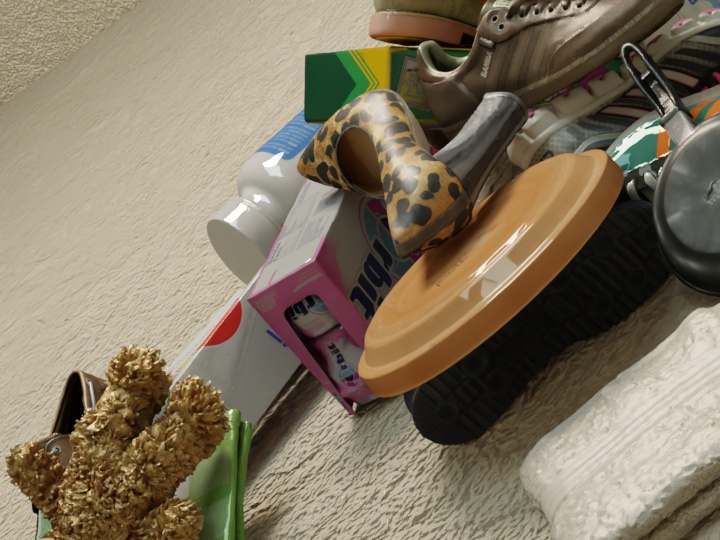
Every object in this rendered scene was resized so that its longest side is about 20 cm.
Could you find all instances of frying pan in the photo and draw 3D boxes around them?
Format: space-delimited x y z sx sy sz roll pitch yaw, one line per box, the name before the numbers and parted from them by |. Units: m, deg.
frying pan | 0.207 -0.076 1.038 0.115 0.031 0.191 -25 60 34

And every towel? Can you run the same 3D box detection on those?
towel | -0.151 0.194 1.239 0.199 0.031 0.150 -27 46 31
towel | 0.171 0.072 0.913 0.200 0.035 0.133 -39 17 6

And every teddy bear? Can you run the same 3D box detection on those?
teddy bear | -0.166 0.146 1.190 0.200 0.145 0.067 -45 -14 2

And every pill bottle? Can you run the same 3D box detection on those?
pill bottle | -0.033 -0.075 1.522 0.200 0.112 0.112 -43 18 -23

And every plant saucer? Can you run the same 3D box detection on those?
plant saucer | 0.072 -0.004 1.085 0.200 0.032 0.200 -43 9 8

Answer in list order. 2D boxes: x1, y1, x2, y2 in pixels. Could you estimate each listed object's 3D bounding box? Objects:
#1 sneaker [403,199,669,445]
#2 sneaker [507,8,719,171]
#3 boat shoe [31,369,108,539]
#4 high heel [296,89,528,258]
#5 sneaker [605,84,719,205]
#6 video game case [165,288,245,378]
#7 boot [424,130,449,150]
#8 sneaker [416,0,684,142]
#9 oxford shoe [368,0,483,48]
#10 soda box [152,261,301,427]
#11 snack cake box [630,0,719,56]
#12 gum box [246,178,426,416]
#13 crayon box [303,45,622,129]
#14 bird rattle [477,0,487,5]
sneaker | 0.104 0.019 1.112 0.200 0.070 0.082 -38 22 6
sneaker | 0.199 -0.097 1.180 0.199 0.088 0.074 -29 -22 0
boat shoe | -0.232 0.163 1.421 0.072 0.072 0.200 -33 30 29
high heel | 0.002 -0.053 1.180 0.199 0.072 0.143 -8 35 44
sneaker | 0.215 -0.068 1.088 0.200 0.071 0.080 -32 17 23
video game case | -0.109 0.080 1.475 0.182 0.023 0.200 -49 20 -22
boot | 0.126 -0.176 1.507 0.064 0.186 0.201 15 86 53
sneaker | 0.114 -0.152 1.178 0.200 0.076 0.070 -29 5 37
oxford shoe | 0.076 -0.202 1.350 0.070 0.074 0.200 4 5 29
soda box | -0.086 0.069 1.341 0.200 0.068 0.063 -53 2 -25
snack cake box | 0.197 -0.204 1.371 0.067 0.115 0.200 -42 19 -3
gum box | 0.000 0.000 1.294 0.066 0.114 0.200 -30 20 30
crayon box | 0.079 -0.136 1.354 0.199 0.059 0.172 -1 4 -22
bird rattle | 0.145 -0.259 1.271 0.200 0.113 0.163 -48 3 -26
